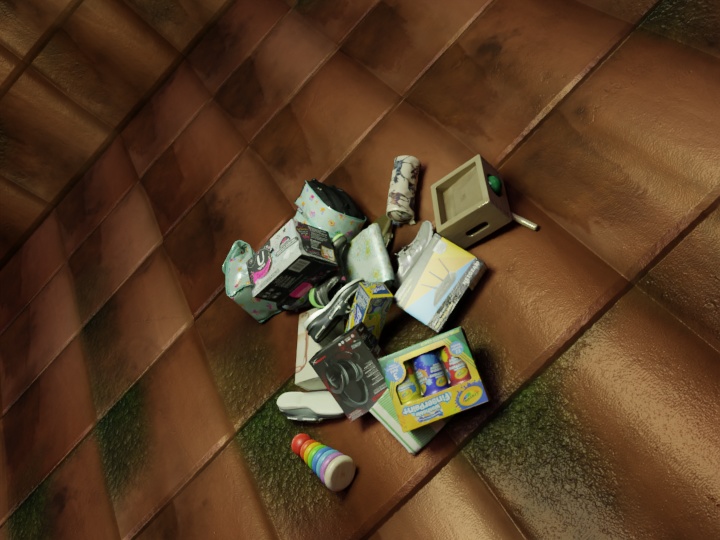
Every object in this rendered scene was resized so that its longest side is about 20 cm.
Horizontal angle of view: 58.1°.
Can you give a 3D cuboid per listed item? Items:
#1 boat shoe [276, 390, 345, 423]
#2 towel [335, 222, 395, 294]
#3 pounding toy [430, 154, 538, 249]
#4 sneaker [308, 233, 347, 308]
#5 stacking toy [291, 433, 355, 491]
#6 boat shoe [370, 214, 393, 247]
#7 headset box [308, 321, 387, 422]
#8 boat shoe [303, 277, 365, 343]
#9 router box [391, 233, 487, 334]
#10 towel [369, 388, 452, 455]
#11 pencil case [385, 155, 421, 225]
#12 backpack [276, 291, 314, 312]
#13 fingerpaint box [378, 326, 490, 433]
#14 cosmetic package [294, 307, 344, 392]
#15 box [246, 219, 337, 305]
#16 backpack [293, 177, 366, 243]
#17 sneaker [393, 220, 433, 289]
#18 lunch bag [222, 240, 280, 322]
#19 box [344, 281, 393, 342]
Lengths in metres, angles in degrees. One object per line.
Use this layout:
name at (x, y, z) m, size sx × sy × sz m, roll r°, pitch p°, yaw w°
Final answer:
boat shoe at (-0.117, 0.353, 1.653) m, size 0.197 × 0.062 × 0.073 m, roll -1°, pitch 34°, yaw 22°
towel at (0.000, 0.000, 1.687) m, size 0.199 × 0.048 × 0.173 m, roll -38°, pitch 58°, yaw 36°
pounding toy at (0.299, -0.156, 1.588) m, size 0.199 × 0.142 × 0.186 m, roll -31°, pitch 45°, yaw 32°
sneaker at (-0.067, 0.004, 1.690) m, size 0.083 × 0.077 × 0.203 m, roll 17°, pitch 90°, yaw 17°
stacking toy at (-0.101, 0.448, 1.565) m, size 0.199 × 0.085 × 0.086 m, roll 20°, pitch 78°, yaw 49°
boat shoe at (0.046, -0.062, 1.782) m, size 0.073 × 0.063 × 0.203 m, roll -5°, pitch 54°, yaw 45°
headset box at (-0.004, 0.249, 1.544) m, size 0.148 × 0.077 × 0.201 m, roll -34°, pitch 91°, yaw 18°
boat shoe at (-0.053, 0.101, 1.626) m, size 0.200 × 0.075 × 0.061 m, roll -44°, pitch 68°, yaw 11°
router box at (0.190, 0.034, 1.567) m, size 0.148 × 0.051 × 0.201 m, roll 32°, pitch 87°, yaw 26°
towel at (0.135, 0.293, 1.460) m, size 0.152 × 0.023 × 0.200 m, roll 43°, pitch 93°, yaw 16°
pencil case at (0.122, -0.225, 1.792) m, size 0.077 × 0.089 × 0.202 m, roll -14°, pitch 54°, yaw 38°
backpack at (-0.160, 0.030, 1.811) m, size 0.200 × 0.152 × 0.166 m, roll 137°, pitch 139°, yaw -74°
fingerpaint box at (0.160, 0.238, 1.410) m, size 0.198 × 0.073 × 0.169 m, roll -22°, pitch 76°, yaw 11°
cosmetic package at (-0.105, 0.210, 1.697) m, size 0.086 × 0.103 × 0.202 m, roll -21°, pitch 51°, yaw 30°
box at (-0.178, -0.018, 1.647) m, size 0.200 × 0.131 × 0.116 m, roll -40°, pitch 53°, yaw 30°
backpack at (-0.085, -0.154, 1.858) m, size 0.200 × 0.174 × 0.155 m, roll 40°, pitch 108°, yaw 47°
sneaker at (0.130, -0.041, 1.656) m, size 0.081 × 0.075 × 0.202 m, roll 21°, pitch 75°, yaw 4°
lunch bag at (-0.321, 0.025, 1.939) m, size 0.121 × 0.171 × 0.202 m, roll -28°, pitch 48°, yaw 12°
box at (0.014, 0.127, 1.603) m, size 0.064 × 0.069 × 0.202 m, roll 54°, pitch 137°, yaw 45°
